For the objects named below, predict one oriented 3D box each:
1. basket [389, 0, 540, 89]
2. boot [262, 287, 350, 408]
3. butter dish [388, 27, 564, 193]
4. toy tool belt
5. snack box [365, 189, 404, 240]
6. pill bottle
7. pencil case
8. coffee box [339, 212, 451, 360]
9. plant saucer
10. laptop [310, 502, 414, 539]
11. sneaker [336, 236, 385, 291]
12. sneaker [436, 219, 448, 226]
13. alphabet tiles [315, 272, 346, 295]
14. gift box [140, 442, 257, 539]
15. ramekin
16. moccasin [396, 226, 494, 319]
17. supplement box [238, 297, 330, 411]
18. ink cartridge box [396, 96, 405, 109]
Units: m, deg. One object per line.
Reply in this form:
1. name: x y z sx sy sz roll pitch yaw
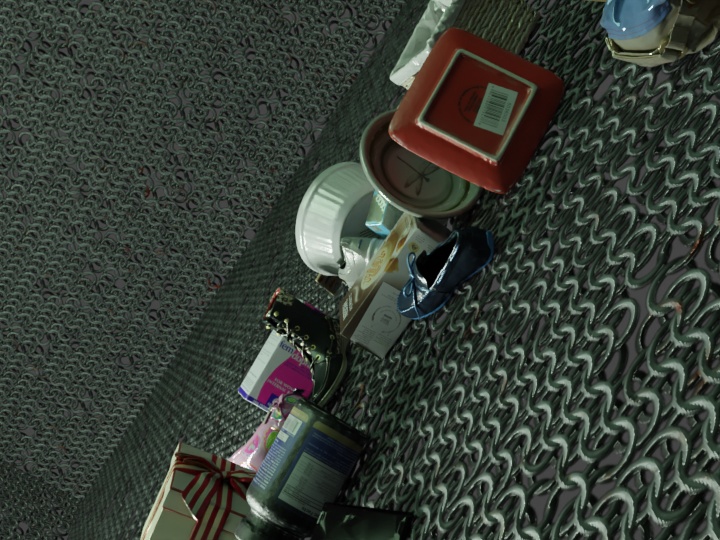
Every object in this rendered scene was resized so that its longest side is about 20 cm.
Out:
1. basket: 0.183 -0.401 1.707 0.201 0.160 0.198 -61 13 -12
2. boot: -0.096 0.125 1.585 0.074 0.153 0.204 -50 16 31
3. butter dish: 0.165 -0.212 1.389 0.201 0.198 0.148 -60 -10 -13
4. toy tool belt: 0.328 -0.294 1.025 0.126 0.122 0.200 -61 14 -10
5. snack box: 0.077 -0.139 1.542 0.037 0.116 0.202 0 66 39
6. pill bottle: -0.084 0.284 1.286 0.201 0.111 0.112 -60 13 -8
7. pencil case: -0.147 0.285 1.578 0.200 0.087 0.088 -52 15 31
8. coffee box: 0.054 0.016 1.438 0.201 0.079 0.115 -55 14 16
9. plant saucer: 0.088 -0.153 1.446 0.050 0.198 0.201 121 173 -54
10. laptop: -0.023 0.376 1.085 0.198 0.116 0.189 -5 50 38
11. sneaker: 0.000 0.000 1.582 0.201 0.081 0.075 97 -165 -56
12. sneaker: 0.140 -0.147 1.516 0.081 0.075 0.201 -24 36 52
13. alphabet tiles: -0.026 -0.039 1.793 0.168 0.006 0.200 -60 -17 -5
14. gift box: -0.230 0.390 1.466 0.188 0.183 0.200 -65 16 9
15. ramekin: -0.009 -0.079 1.655 0.094 0.202 0.204 23 81 42
16. moccasin: 0.100 -0.005 1.304 0.200 0.068 0.081 -49 39 41
17. supplement box: -0.123 0.160 1.720 0.201 0.101 0.103 -61 14 -7
18. ink cartridge box: 0.120 -0.255 1.713 0.068 0.115 0.200 -53 15 18
